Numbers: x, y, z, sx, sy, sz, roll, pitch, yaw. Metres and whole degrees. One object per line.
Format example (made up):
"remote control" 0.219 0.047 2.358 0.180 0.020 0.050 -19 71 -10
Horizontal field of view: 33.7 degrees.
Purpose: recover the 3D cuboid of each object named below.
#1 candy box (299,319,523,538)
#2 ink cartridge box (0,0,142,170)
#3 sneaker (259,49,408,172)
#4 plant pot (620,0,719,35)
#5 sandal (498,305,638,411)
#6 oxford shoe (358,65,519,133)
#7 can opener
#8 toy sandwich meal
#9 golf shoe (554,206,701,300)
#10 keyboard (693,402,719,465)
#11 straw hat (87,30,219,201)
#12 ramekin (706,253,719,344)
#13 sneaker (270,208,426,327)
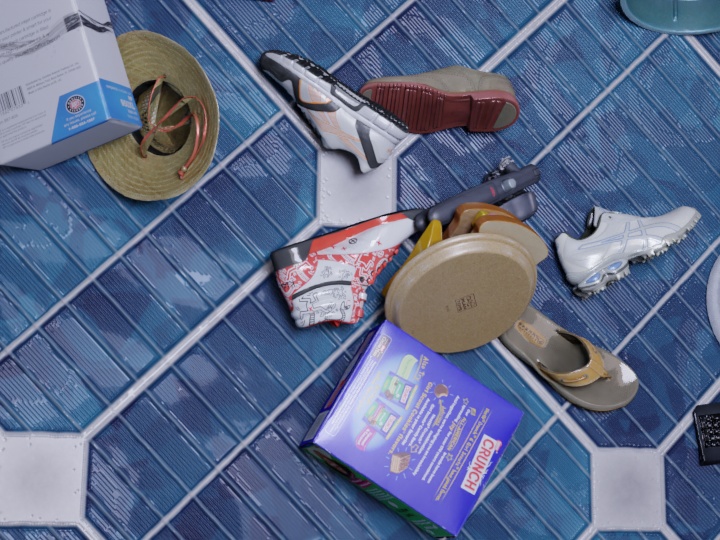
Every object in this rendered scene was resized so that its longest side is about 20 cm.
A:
"candy box" 0.060 0.184 1.373 0.200 0.077 0.169 34 72 -5
"ink cartridge box" -0.344 -0.230 1.307 0.144 0.084 0.201 -19 84 16
"sneaker" -0.044 -0.191 1.417 0.200 0.074 0.080 36 109 6
"plant pot" 0.434 -0.440 1.537 0.199 0.200 0.197 8 69 -13
"sandal" 0.254 0.105 1.450 0.200 0.054 0.081 35 73 -7
"oxford shoe" 0.094 -0.217 1.473 0.199 0.071 0.075 5 47 -9
"can opener" 0.147 -0.086 1.427 0.199 0.063 0.079 -18 77 -41
"toy sandwich meal" 0.116 0.010 1.389 0.204 0.206 0.070 -3 43 -15
"golf shoe" 0.334 -0.049 1.492 0.199 0.078 0.098 -28 82 -19
"keyboard" 0.523 0.212 1.511 0.199 0.040 0.105 -5 81 -15
"straw hat" -0.217 -0.173 1.355 0.085 0.200 0.202 -15 82 -58
"ramekin" 0.555 0.037 1.521 0.199 0.098 0.202 3 79 -15
"sneaker" -0.001 0.000 1.399 0.201 0.067 0.108 -19 94 -21
